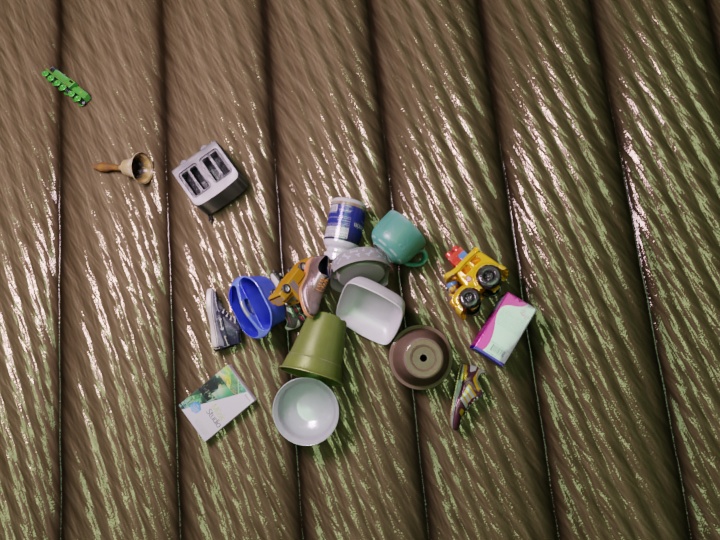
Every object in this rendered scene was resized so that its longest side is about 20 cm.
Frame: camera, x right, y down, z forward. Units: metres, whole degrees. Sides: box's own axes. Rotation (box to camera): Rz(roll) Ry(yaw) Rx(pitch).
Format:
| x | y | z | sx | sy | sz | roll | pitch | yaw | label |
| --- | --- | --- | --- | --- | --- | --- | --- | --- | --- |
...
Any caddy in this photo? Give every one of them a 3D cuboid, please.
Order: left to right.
| x | y | z | sx | sy | sz | roll | pitch | yaw | label |
| --- | --- | --- | --- | --- | --- | --- | --- | --- | --- |
| -0.326 | 0.110 | 1.545 | 0.141 | 0.105 | 0.200 | -35 | 79 | 29 | caddy |

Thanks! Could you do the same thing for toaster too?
| x | y | z | sx | sy | sz | roll | pitch | yaw | label |
| --- | --- | --- | --- | --- | --- | --- | --- | --- | --- |
| -0.486 | -0.295 | 1.636 | 0.181 | 0.119 | 0.200 | -36 | 81 | -1 | toaster |

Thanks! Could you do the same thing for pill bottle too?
| x | y | z | sx | sy | sz | roll | pitch | yaw | label |
| --- | --- | --- | --- | --- | --- | --- | --- | --- | --- |
| -0.053 | -0.120 | 1.585 | 0.115 | 0.116 | 0.201 | 11 | 83 | 5 | pill bottle |

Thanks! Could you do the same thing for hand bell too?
| x | y | z | sx | sy | sz | roll | pitch | yaw | label |
| --- | --- | --- | --- | --- | --- | --- | --- | --- | --- |
| -0.817 | -0.346 | 1.693 | 0.199 | 0.104 | 0.104 | 4 | 81 | 17 | hand bell |

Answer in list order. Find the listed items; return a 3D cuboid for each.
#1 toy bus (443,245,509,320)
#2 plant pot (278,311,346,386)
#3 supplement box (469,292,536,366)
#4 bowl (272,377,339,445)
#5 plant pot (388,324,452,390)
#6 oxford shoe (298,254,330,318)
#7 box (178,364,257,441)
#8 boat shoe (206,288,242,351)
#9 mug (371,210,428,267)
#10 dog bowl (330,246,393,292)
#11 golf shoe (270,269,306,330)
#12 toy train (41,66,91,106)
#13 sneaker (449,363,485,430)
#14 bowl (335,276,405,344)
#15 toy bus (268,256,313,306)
| x | y | z | sx | sy | sz | roll | pitch | yaw | label |
| --- | --- | --- | --- | --- | --- | --- | --- | --- | --- |
| 0.324 | 0.024 | 1.541 | 0.200 | 0.136 | 0.192 | -45 | 68 | -1 | toy bus |
| -0.123 | 0.229 | 1.513 | 0.200 | 0.200 | 0.190 | 14 | 71 | 5 | plant pot |
| 0.429 | 0.178 | 1.517 | 0.101 | 0.103 | 0.200 | 33 | 86 | 8 | supplement box |
| -0.157 | 0.417 | 1.518 | 0.200 | 0.090 | 0.202 | 0 | 87 | 6 | bowl |
| 0.183 | 0.257 | 1.484 | 0.200 | 0.175 | 0.201 | 0 | 81 | 2 | plant pot |
| -0.132 | 0.042 | 1.495 | 0.073 | 0.071 | 0.200 | -20 | 57 | 39 | oxford shoe |
| -0.445 | 0.412 | 1.568 | 0.200 | 0.036 | 0.144 | -40 | 81 | -4 | box |
| -0.430 | 0.151 | 1.595 | 0.092 | 0.075 | 0.201 | -9 | 89 | -5 | boat shoe |
| 0.120 | -0.083 | 1.548 | 0.185 | 0.152 | 0.114 | 43 | 83 | 12 | mug |
| 0.000 | 0.000 | 1.529 | 0.200 | 0.200 | 0.059 | -9 | 59 | 2 | dog bowl |
| -0.243 | 0.093 | 1.586 | 0.088 | 0.077 | 0.200 | -33 | 80 | 7 | golf shoe |
| -1.032 | -0.651 | 1.764 | 0.200 | 0.042 | 0.056 | 38 | 76 | 8 | toy train |
| 0.322 | 0.385 | 1.506 | 0.090 | 0.075 | 0.201 | 11 | 83 | 10 | sneaker |
| 0.038 | 0.113 | 1.525 | 0.200 | 0.200 | 0.075 | 28 | 45 | 9 | bowl |
| -0.197 | 0.038 | 1.533 | 0.078 | 0.065 | 0.200 | 52 | 42 | -20 | toy bus |
